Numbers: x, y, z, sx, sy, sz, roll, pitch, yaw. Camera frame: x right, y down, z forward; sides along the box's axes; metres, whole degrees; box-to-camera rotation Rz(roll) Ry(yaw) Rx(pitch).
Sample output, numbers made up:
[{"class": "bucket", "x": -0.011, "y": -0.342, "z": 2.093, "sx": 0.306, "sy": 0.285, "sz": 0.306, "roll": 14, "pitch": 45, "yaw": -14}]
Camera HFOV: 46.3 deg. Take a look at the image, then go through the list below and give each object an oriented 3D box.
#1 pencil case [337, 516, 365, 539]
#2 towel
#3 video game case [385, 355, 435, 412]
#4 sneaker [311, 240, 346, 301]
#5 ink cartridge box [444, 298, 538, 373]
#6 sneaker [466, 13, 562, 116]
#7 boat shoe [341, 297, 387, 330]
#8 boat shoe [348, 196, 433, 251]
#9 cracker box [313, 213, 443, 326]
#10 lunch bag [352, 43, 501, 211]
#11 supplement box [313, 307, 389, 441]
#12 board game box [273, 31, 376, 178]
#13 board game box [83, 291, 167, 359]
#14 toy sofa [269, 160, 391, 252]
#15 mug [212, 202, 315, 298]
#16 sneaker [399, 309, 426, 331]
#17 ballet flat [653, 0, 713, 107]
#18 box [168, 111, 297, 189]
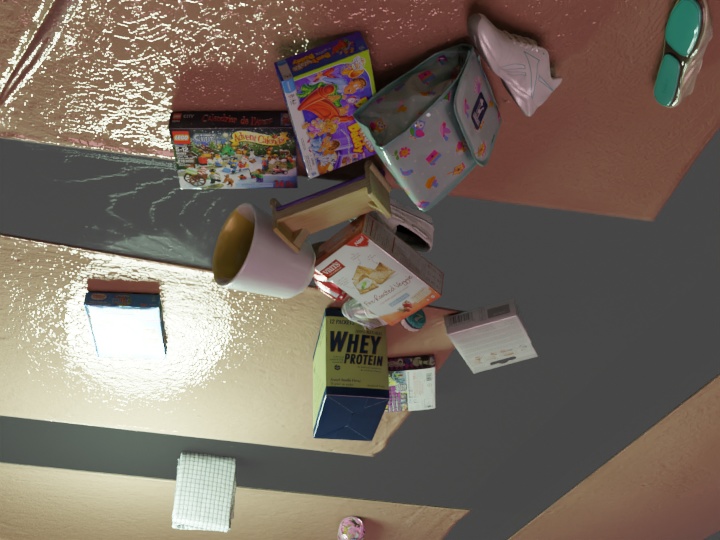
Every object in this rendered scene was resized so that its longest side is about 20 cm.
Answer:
[{"class": "pencil case", "x": -0.031, "y": 0.878, "z": 2.758, "sx": 0.082, "sy": 0.087, "sz": 0.202, "roll": -25, "pitch": 149, "yaw": -21}, {"class": "towel", "x": -0.419, "y": 0.600, "z": 2.260, "sx": 0.162, "sy": 0.204, "sz": 0.086, "roll": 13, "pitch": 143, "yaw": -18}, {"class": "video game case", "x": 0.090, "y": 0.272, "z": 1.991, "sx": 0.176, "sy": 0.036, "sz": 0.202, "roll": -5, "pitch": 143, "yaw": 3}, {"class": "sneaker", "x": 0.000, "y": 0.000, "z": 1.592, "sx": 0.195, "sy": 0.072, "sz": 0.114, "roll": 2, "pitch": 140, "yaw": 8}, {"class": "ink cartridge box", "x": 0.287, "y": 0.145, "z": 1.831, "sx": 0.158, "sy": 0.051, "sz": 0.200, "roll": -17, "pitch": 145, "yaw": 18}, {"class": "sneaker", "x": 0.220, "y": -0.309, "z": 1.208, "sx": 0.080, "sy": 0.071, "sz": 0.199, "roll": -37, "pitch": 136, "yaw": 17}, {"class": "boat shoe", "x": 0.011, "y": 0.077, "z": 1.647, "sx": 0.063, "sy": 0.076, "sz": 0.202, "roll": -19, "pitch": 173, "yaw": 7}, {"class": "boat shoe", "x": 0.047, "y": -0.084, "z": 1.487, "sx": 0.196, "sy": 0.067, "sz": 0.074, "roll": 13, "pitch": 141, "yaw": -20}, {"class": "cracker box", "x": 0.033, "y": 0.002, "z": 1.490, "sx": 0.199, "sy": 0.058, "sz": 0.133, "roll": 37, "pitch": 132, "yaw": -23}, {"class": "lunch bag", "x": 0.116, "y": -0.218, "z": 1.254, "sx": 0.199, "sy": 0.123, "sz": 0.171, "roll": -38, "pitch": 139, "yaw": 2}, {"class": "supplement box", "x": -0.024, "y": 0.222, "z": 1.777, "sx": 0.131, "sy": 0.203, "sz": 0.202, "roll": 5, "pitch": 143, "yaw": -10}, {"class": "board game box", "x": -0.041, "y": -0.242, "z": 1.258, "sx": 0.132, "sy": 0.045, "sz": 0.202, "roll": -21, "pitch": 143, "yaw": -5}, {"class": "board game box", "x": -0.484, "y": 0.118, "z": 1.749, "sx": 0.147, "sy": 0.037, "sz": 0.202, "roll": 3, "pitch": 142, "yaw": -7}, {"class": "toy sofa", "x": -0.050, "y": -0.118, "z": 1.403, "sx": 0.196, "sy": 0.100, "sz": 0.083, "roll": -18, "pitch": 147, "yaw": 21}, {"class": "mug", "x": -0.168, "y": -0.032, "z": 1.504, "sx": 0.151, "sy": 0.187, "sz": 0.151, "roll": 21, "pitch": 110, "yaw": -33}, {"class": "sneaker", "x": 0.097, "y": 0.053, "z": 1.671, "sx": 0.078, "sy": 0.079, "sz": 0.201, "roll": -21, "pitch": 140, "yaw": 10}, {"class": "ballet flat", "x": 0.471, "y": -0.324, "z": 1.213, "sx": 0.061, "sy": 0.068, "sz": 0.202, "roll": -27, "pitch": 150, "yaw": -14}, {"class": "box", "x": -0.200, "y": -0.191, "z": 1.352, "sx": 0.195, "sy": 0.038, "sz": 0.138, "roll": -1, "pitch": 143, "yaw": -2}]
